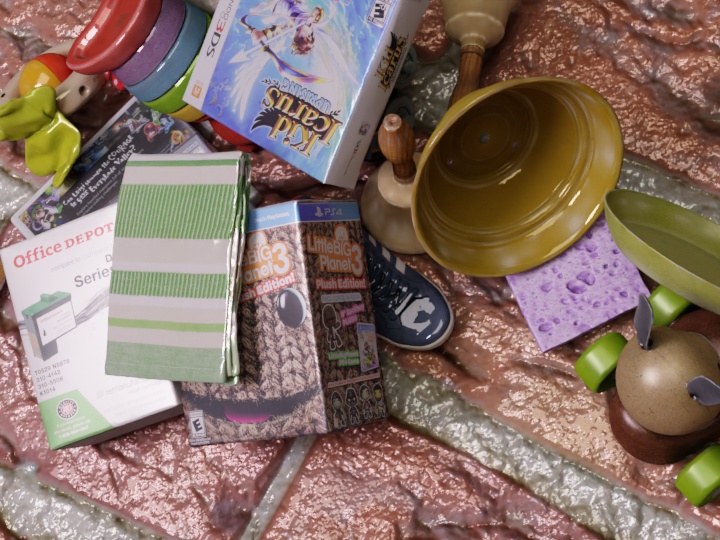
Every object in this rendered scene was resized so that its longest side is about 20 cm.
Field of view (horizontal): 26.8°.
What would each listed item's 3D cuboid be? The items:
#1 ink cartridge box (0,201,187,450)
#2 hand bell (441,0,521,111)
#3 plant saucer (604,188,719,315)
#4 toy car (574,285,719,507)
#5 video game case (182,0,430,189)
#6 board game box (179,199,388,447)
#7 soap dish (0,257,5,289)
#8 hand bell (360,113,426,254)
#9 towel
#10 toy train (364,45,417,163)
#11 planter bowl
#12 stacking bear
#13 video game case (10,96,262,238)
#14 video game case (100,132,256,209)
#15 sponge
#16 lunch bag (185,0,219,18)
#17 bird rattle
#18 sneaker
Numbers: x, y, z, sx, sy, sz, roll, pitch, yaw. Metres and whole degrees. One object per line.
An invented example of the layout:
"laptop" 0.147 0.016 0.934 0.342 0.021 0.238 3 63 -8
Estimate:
"ink cartridge box" -0.240 0.051 1.424 0.145 0.084 0.201 -21 80 17
"hand bell" 0.105 -0.196 1.418 0.104 0.104 0.201 0 62 14
"plant saucer" 0.292 -0.007 1.298 0.200 0.200 0.031 35 113 22
"toy car" 0.271 0.080 1.253 0.158 0.200 0.164 -40 67 -2
"video game case" -0.053 -0.195 1.341 0.200 0.045 0.182 31 106 36
"board game box" -0.078 0.047 1.354 0.159 0.097 0.201 -11 87 33
"soap dish" -0.473 0.011 1.529 0.199 0.081 0.158 28 80 22
"hand bell" 0.037 -0.094 1.367 0.104 0.200 0.105 -2 72 8
"towel" -0.160 -0.004 1.329 0.152 0.023 0.201 2 88 34
"toy train" -0.005 -0.194 1.429 0.085 0.114 0.201 21 117 40
"planter bowl" 0.122 -0.098 1.324 0.200 0.201 0.084 -33 41 1
"stacking bear" -0.162 -0.193 1.469 0.122 0.200 0.114 -60 32 -4
"video game case" -0.227 -0.062 1.524 0.200 0.023 0.182 -45 68 -3
"video game case" -0.156 -0.016 1.470 0.143 0.019 0.200 -39 74 -1
"sponge" 0.173 -0.037 1.385 0.111 0.030 0.201 -26 78 5
"lunch bag" -0.068 -0.302 1.511 0.164 0.118 0.200 27 75 21
"bird rattle" -0.303 -0.195 1.539 0.163 0.113 0.200 19 69 47
"sneaker" 0.000 0.000 1.411 0.200 0.085 0.075 36 83 22
